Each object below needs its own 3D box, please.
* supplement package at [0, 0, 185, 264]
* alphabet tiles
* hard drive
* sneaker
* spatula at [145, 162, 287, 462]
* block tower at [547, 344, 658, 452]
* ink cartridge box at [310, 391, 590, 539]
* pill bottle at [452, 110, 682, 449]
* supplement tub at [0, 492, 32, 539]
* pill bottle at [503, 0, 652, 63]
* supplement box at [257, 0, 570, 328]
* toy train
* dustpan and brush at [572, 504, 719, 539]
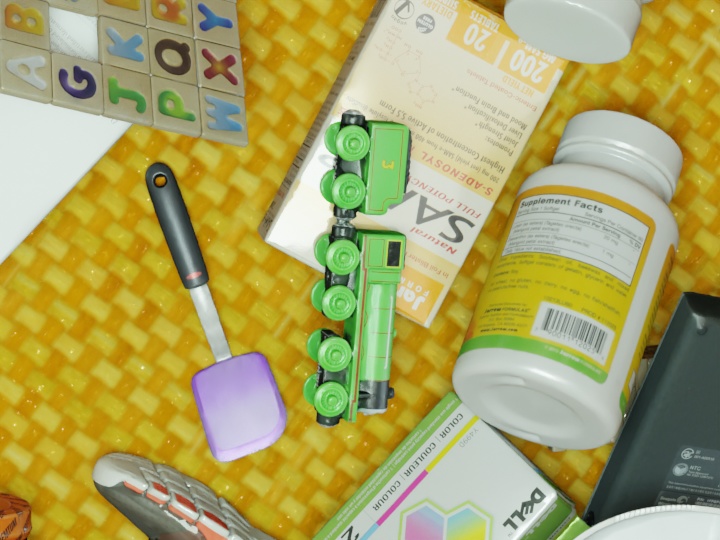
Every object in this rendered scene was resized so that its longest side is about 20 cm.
[{"bbox_3d":[-0.219,-0.096,1.426,0.117,0.117,0.200,43,89,-9],"label":"supplement package"},{"bbox_3d":[-0.146,-0.179,1.375,0.166,0.008,0.202,11,61,-33],"label":"alphabet tiles"},{"bbox_3d":[0.240,0.113,1.491,0.138,0.033,0.201,10,121,-17],"label":"hard drive"},{"bbox_3d":[-0.102,0.198,1.491,0.199,0.077,0.082,35,97,-8],"label":"sneaker"},{"bbox_3d":[-0.102,0.024,1.499,0.056,0.021,0.201,-19,97,-3],"label":"spatula"},{"bbox_3d":[0.218,0.077,1.526,0.198,0.054,0.058,-6,97,-7],"label":"block tower"},{"bbox_3d":[0.087,0.202,1.467,0.148,0.076,0.200,-47,67,0],"label":"ink cartridge box"},{"bbox_3d":[0.140,0.003,1.456,0.110,0.111,0.201,25,66,-9],"label":"pill bottle"},{"bbox_3d":[-0.264,0.246,1.451,0.121,0.123,0.202,4,94,-7],"label":"supplement tub"},{"bbox_3d":[0.159,-0.238,1.433,0.112,0.113,0.201,21,74,-8],"label":"pill bottle"},{"bbox_3d":[0.033,-0.081,1.479,0.125,0.074,0.201,27,92,-8],"label":"supplement box"},{"bbox_3d":[0.000,0.000,1.429,0.056,0.042,0.202,2,98,-16],"label":"toy train"},{"bbox_3d":[0.138,0.204,1.411,0.198,0.057,0.141,11,92,3],"label":"dustpan and brush"}]
